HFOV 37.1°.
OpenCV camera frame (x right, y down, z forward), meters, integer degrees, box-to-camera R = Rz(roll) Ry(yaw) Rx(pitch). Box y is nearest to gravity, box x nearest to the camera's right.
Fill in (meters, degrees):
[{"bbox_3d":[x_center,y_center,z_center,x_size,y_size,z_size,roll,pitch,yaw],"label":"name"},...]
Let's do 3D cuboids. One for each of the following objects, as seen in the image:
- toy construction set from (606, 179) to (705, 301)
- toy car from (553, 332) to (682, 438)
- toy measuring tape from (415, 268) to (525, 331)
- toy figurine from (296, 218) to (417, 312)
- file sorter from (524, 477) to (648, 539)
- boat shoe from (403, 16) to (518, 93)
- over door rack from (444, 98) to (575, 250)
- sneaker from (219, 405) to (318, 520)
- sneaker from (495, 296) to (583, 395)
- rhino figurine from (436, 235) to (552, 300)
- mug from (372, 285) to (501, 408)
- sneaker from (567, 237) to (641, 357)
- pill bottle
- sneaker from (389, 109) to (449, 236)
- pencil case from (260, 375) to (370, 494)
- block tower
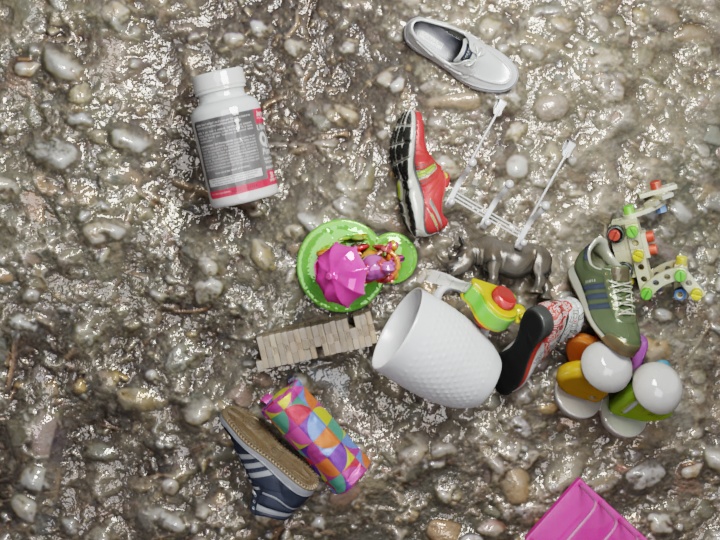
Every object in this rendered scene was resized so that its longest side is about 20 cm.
[{"bbox_3d":[0.469,-0.041,1.717,0.129,0.092,0.203,-11,90,23],"label":"toy construction set"},{"bbox_3d":[0.415,0.164,1.722,0.198,0.175,0.151,22,58,-4],"label":"toy car"},{"bbox_3d":[0.177,0.050,1.650,0.198,0.073,0.075,17,96,-27],"label":"toy measuring tape"},{"bbox_3d":[0.000,0.000,1.651,0.197,0.184,0.153,-7,97,-3],"label":"toy figurine"},{"bbox_3d":[0.397,0.472,1.758,0.200,0.125,0.139,42,93,-7],"label":"file sorter"},{"bbox_3d":[0.159,-0.336,1.678,0.198,0.065,0.074,21,95,-5],"label":"boat shoe"},{"bbox_3d":[0.239,-0.156,1.686,0.147,0.067,0.202,29,82,-6],"label":"over door rack"},{"bbox_3d":[-0.169,0.318,1.737,0.200,0.070,0.109,41,120,11],"label":"sneaker"},{"bbox_3d":[0.287,0.121,1.718,0.107,0.203,0.068,-15,55,-32],"label":"sneaker"},{"bbox_3d":[0.217,-0.010,1.722,0.197,0.060,0.089,8,76,-3],"label":"rhino figurine"},{"bbox_3d":[0.138,0.113,1.704,0.174,0.147,0.202,31,64,-12],"label":"mug"},{"bbox_3d":[0.389,0.032,1.664,0.066,0.201,0.091,4,131,-25],"label":"sneaker"},{"bbox_3d":[-0.199,-0.205,1.652,0.109,0.111,0.203,-13,98,-1],"label":"pill bottle"},{"bbox_3d":[0.100,-0.157,1.704,0.084,0.077,0.203,-11,103,-20],"label":"sneaker"},{"bbox_3d":[-0.073,0.266,1.733,0.088,0.088,0.200,-40,95,2],"label":"pencil case"},{"bbox_3d":[-0.075,0.110,1.726,0.197,0.054,0.059,-14,97,-2],"label":"block tower"}]
